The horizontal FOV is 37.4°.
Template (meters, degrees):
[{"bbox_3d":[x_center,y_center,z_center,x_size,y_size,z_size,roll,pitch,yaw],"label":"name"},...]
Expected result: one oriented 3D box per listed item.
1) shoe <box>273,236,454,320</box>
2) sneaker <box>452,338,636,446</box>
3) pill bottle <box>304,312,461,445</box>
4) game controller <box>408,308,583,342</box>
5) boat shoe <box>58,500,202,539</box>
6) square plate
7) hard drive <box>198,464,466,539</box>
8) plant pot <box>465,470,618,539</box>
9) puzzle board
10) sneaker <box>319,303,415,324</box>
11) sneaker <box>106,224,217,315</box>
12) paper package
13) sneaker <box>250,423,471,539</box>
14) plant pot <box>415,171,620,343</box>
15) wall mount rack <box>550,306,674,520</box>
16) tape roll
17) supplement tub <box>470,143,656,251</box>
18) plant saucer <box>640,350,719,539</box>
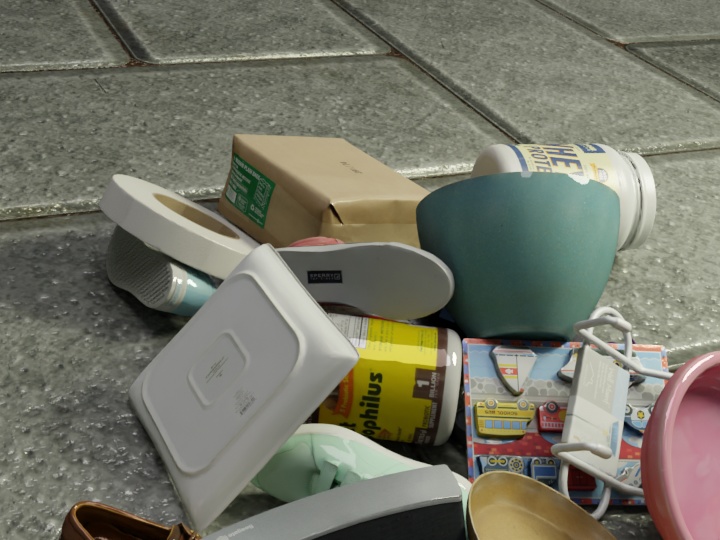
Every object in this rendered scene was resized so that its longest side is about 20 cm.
[{"bbox_3d":[0.000,0.000,1.029,0.198,0.072,0.091,2,12,17],"label":"shoe"},{"bbox_3d":[0.176,0.111,1.022,0.199,0.088,0.074,-10,32,-27],"label":"sneaker"},{"bbox_3d":[-0.010,0.097,0.986,0.198,0.110,0.109,7,30,1],"label":"pill bottle"},{"bbox_3d":[0.142,0.047,1.116,0.199,0.042,0.105,20,67,11],"label":"game controller"},{"bbox_3d":[-0.136,0.226,0.777,0.199,0.068,0.072,16,31,15],"label":"boat shoe"},{"bbox_3d":[-0.115,0.089,0.924,0.028,0.200,0.198,39,5,-41],"label":"square plate"},{"bbox_3d":[-0.009,0.222,0.741,0.199,0.136,0.042,-11,11,-27],"label":"hard drive"},{"bbox_3d":[0.155,0.233,0.798,0.199,0.028,0.200,31,22,-14],"label":"plant pot"},{"bbox_3d":[0.192,0.136,0.967,0.198,0.017,0.152,3,68,-8],"label":"puzzle board"},{"bbox_3d":[-0.025,0.048,1.111,0.200,0.068,0.108,2,32,-3],"label":"sneaker"},{"bbox_3d":[-0.217,0.003,1.166,0.082,0.074,0.200,23,11,-38],"label":"sneaker"},{"bbox_3d":[-0.038,-0.077,1.254,0.190,0.104,0.200,-3,29,-43],"label":"paper package"},{"bbox_3d":[-0.008,0.191,0.853,0.199,0.074,0.118,13,24,5],"label":"sneaker"},{"bbox_3d":[0.153,0.004,1.028,0.198,0.200,0.136,3,73,-7],"label":"plant pot"},{"bbox_3d":[0.249,0.132,0.934,0.173,0.074,0.201,29,63,-29],"label":"wall mount rack"},{"bbox_3d":[-0.188,-0.044,1.171,0.202,0.037,0.203,28,6,-3],"label":"tape roll"},{"bbox_3d":[0.247,-0.084,1.319,0.198,0.146,0.145,-2,31,-16],"label":"supplement tub"},{"bbox_3d":[0.303,0.170,0.890,0.200,0.202,0.051,-18,-3,-36],"label":"plant saucer"}]
